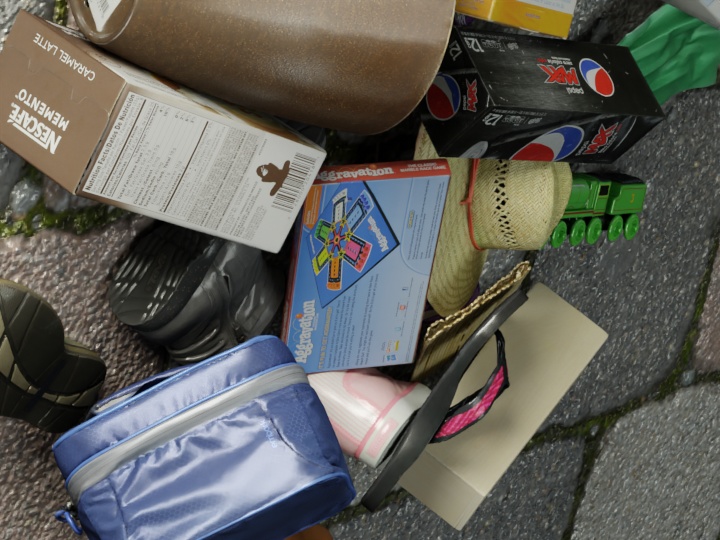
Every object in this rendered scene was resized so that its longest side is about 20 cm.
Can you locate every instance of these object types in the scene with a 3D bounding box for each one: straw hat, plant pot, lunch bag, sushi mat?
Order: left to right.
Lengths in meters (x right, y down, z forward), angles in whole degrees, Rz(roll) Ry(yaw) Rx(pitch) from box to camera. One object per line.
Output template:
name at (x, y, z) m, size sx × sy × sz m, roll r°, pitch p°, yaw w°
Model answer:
lunch bag at (-0.117, 0.134, 1.669) m, size 0.199 × 0.133 × 0.136 m, roll -26°, pitch 164°, yaw -5°
plant pot at (-0.074, -0.180, 1.506) m, size 0.199 × 0.187 × 0.188 m, roll -1°, pitch 117°, yaw -36°
sushi mat at (0.080, 0.044, 1.860) m, size 0.095 × 0.012 × 0.200 m, roll -33°, pitch 171°, yaw -11°
straw hat at (0.111, -0.061, 1.795) m, size 0.201 × 0.085 × 0.202 m, roll 7°, pitch 90°, yaw -67°

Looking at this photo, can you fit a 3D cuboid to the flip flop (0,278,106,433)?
flip flop at (-0.225, 0.053, 1.589) m, size 0.081 × 0.058 × 0.200 m, roll -51°, pitch 159°, yaw -2°

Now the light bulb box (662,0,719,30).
light bulb box at (0.246, -0.315, 1.797) m, size 0.199 × 0.125 × 0.200 m, roll -58°, pitch 145°, yaw 1°

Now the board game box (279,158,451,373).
board game box at (0.000, 0.000, 1.713) m, size 0.102 × 0.019 × 0.200 m, roll -6°, pitch 139°, yaw -14°

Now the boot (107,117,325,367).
boot at (-0.082, -0.019, 1.698) m, size 0.200 × 0.070 × 0.132 m, roll -46°, pitch 147°, yaw 1°

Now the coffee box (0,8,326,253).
coffee box at (-0.132, -0.086, 1.542) m, size 0.200 × 0.114 × 0.080 m, roll 17°, pitch 103°, yaw -51°

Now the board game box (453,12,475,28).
board game box at (0.077, -0.273, 1.640) m, size 0.120 × 0.032 × 0.201 m, roll -50°, pitch 144°, yaw -36°

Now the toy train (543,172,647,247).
toy train at (0.175, -0.051, 1.957) m, size 0.200 × 0.042 × 0.057 m, roll -5°, pitch 111°, yaw -58°

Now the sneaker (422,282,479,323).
sneaker at (0.030, 0.012, 1.821) m, size 0.200 × 0.083 × 0.081 m, roll 13°, pitch 105°, yaw -52°

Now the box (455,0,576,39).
box at (0.125, -0.265, 1.659) m, size 0.119 × 0.041 × 0.201 m, roll 4°, pitch 101°, yaw -59°

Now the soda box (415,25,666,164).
soda box at (0.126, -0.121, 1.721) m, size 0.200 × 0.071 × 0.063 m, roll 0°, pitch 148°, yaw -46°

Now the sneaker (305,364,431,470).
sneaker at (-0.007, 0.100, 1.863) m, size 0.076 × 0.104 × 0.200 m, roll -59°, pitch 173°, yaw 2°

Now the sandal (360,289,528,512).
sandal at (0.072, 0.102, 1.798) m, size 0.200 × 0.045 × 0.075 m, roll -57°, pitch 174°, yaw 6°

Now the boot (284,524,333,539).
boot at (-0.079, 0.174, 1.827) m, size 0.200 × 0.074 × 0.155 m, roll -10°, pitch 119°, yaw -48°

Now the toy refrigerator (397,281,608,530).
toy refrigerator at (0.110, 0.108, 1.937) m, size 0.200 × 0.076 × 0.070 m, roll -49°, pitch 173°, yaw -36°

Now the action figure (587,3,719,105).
action figure at (0.203, -0.157, 1.922) m, size 0.200 × 0.055 × 0.118 m, roll -29°, pitch 137°, yaw -23°
